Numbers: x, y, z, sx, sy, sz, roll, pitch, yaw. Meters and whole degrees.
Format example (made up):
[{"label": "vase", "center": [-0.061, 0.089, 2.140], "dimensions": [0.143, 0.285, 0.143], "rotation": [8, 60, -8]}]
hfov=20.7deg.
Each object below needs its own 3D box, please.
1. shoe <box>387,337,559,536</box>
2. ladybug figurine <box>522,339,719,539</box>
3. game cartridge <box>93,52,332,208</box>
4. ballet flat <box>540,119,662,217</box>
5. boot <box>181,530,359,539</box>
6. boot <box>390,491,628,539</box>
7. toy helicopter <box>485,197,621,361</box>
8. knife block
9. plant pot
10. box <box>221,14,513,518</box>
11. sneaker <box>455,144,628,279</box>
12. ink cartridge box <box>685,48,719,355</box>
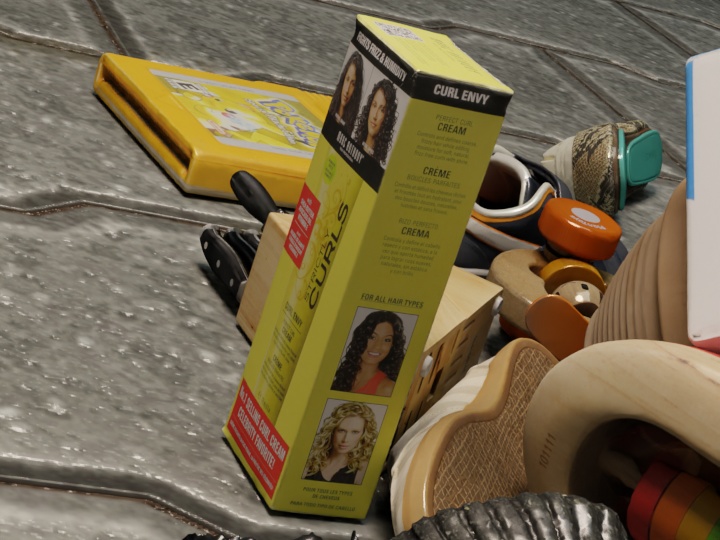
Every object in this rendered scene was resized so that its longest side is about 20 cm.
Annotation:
[{"label": "shoe", "center": [0.051, 0.091, 0.882], "dimensions": [0.070, 0.053, 0.200], "rotation": [52, 26, -2]}, {"label": "ladybug figurine", "center": [0.152, 0.102, 0.794], "dimensions": [0.072, 0.137, 0.200], "rotation": [-15, 41, -41]}, {"label": "game cartridge", "center": [-0.055, -0.086, 1.289], "dimensions": [0.198, 0.033, 0.176], "rotation": [5, 23, -31]}, {"label": "ballet flat", "center": [0.172, -0.077, 1.447], "dimensions": [0.074, 0.069, 0.200], "rotation": [0, 8, 17]}, {"label": "boot", "center": [-0.005, 0.145, 0.493], "dimensions": [0.197, 0.164, 0.073], "rotation": [4, 25, -36]}, {"label": "boot", "center": [0.114, 0.153, 0.712], "dimensions": [0.209, 0.080, 0.158], "rotation": [13, 20, -16]}, {"label": "toy helicopter", "center": [0.158, 0.043, 1.068], "dimensions": [0.199, 0.079, 0.132], "rotation": [26, 21, 11]}, {"label": "knife block", "center": [-0.026, 0.014, 0.991], "dimensions": [0.174, 0.065, 0.200], "rotation": [23, 20, 14]}, {"label": "plant pot", "center": [0.170, 0.056, 0.951], "dimensions": [0.092, 0.203, 0.200], "rotation": [-18, 0, 30]}, {"label": "box", "center": [0.000, 0.000, 0.839], "dimensions": [0.050, 0.202, 0.075], "rotation": [8, 22, -27]}, {"label": "sneaker", "center": [0.105, -0.029, 1.210], "dimensions": [0.199, 0.080, 0.078], "rotation": [1, 24, -45]}, {"label": "ink cartridge box", "center": [0.224, 0.005, 0.890], "dimensions": [0.084, 0.147, 0.200], "rotation": [-16, -36, 30]}]
